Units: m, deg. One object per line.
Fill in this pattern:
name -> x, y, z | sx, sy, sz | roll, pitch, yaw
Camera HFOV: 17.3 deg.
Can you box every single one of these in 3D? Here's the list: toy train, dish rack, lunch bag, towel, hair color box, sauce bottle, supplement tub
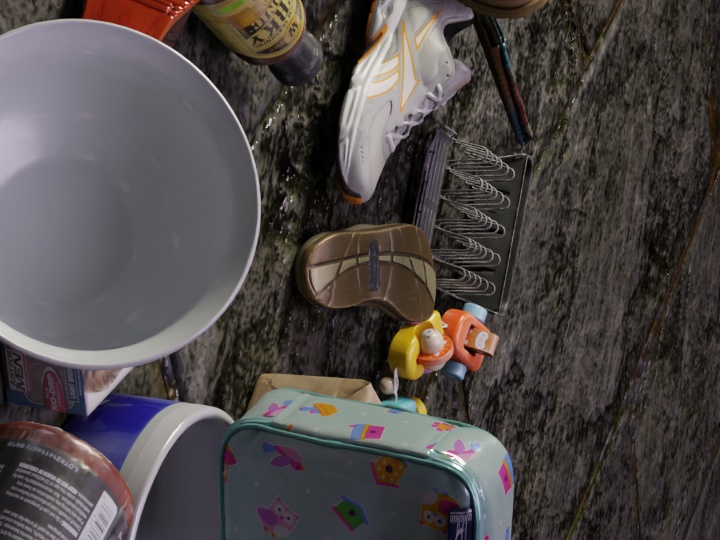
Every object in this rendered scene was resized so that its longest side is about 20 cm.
toy train -> 0.068, 0.109, 2.090 | 0.150, 0.055, 0.201 | 48, 59, -53
dish rack -> 0.096, -0.047, 2.151 | 0.200, 0.054, 0.155 | 25, 74, -69
lunch bag -> 0.004, 0.172, 1.559 | 0.077, 0.198, 0.162 | -35, 132, -60
towel -> 0.102, -0.222, 2.001 | 0.147, 0.022, 0.201 | 65, 6, -56
hair color box -> -0.154, -0.002, 1.490 | 0.200, 0.060, 0.101 | -50, 142, -54
sauce bottle -> -0.074, -0.182, 1.629 | 0.200, 0.064, 0.065 | 40, 61, -66
supplement tub -> -0.213, 0.191, 1.346 | 0.107, 0.106, 0.201 | 77, 30, -44

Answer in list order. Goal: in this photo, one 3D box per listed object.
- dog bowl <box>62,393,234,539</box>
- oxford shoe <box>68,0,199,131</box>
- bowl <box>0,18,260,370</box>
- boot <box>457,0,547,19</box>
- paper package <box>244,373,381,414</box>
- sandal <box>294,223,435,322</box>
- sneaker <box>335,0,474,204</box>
dog bowl -> -0.146, 0.184, 1.560 | 0.200, 0.078, 0.202 | 8, 90, -69
oxford shoe -> -0.147, -0.149, 1.473 | 0.073, 0.071, 0.201 | 118, -4, -50
bowl -> -0.162, -0.032, 1.341 | 0.090, 0.200, 0.203 | 139, -30, -65
boot -> 0.062, -0.296, 1.829 | 0.066, 0.175, 0.200 | -48, 152, -13
paper package -> -0.034, 0.203, 1.833 | 0.200, 0.103, 0.192 | 62, 41, -57
sandal -> 0.000, 0.000, 1.927 | 0.199, 0.054, 0.081 | 3, 90, -55
sneaker -> 0.038, -0.143, 1.883 | 0.076, 0.091, 0.202 | 91, 14, -73
